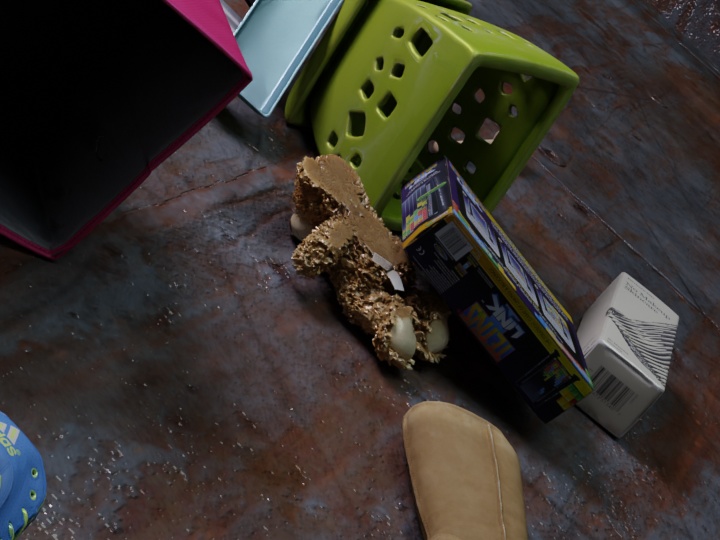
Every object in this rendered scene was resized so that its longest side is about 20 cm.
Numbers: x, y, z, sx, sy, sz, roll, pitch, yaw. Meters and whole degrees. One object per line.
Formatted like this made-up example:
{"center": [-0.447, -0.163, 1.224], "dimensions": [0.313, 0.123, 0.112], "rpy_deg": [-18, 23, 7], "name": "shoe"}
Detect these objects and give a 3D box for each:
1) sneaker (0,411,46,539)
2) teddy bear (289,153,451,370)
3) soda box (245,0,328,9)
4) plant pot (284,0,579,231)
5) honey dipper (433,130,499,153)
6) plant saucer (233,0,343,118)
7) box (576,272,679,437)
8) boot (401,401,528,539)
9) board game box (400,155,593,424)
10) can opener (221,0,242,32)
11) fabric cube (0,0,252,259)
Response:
{"center": [-0.188, 0.120, 0.705], "dimensions": [0.104, 0.076, 0.201], "rpy_deg": [19, 30, -39], "name": "sneaker"}
{"center": [0.000, 0.000, 1.212], "dimensions": [0.200, 0.067, 0.145], "rpy_deg": [48, 34, 3], "name": "teddy bear"}
{"center": [-0.074, -0.280, 1.485], "dimensions": [0.064, 0.070, 0.200], "rpy_deg": [55, 7, -9], "name": "soda box"}
{"center": [0.058, -0.168, 1.414], "dimensions": [0.199, 0.200, 0.182], "rpy_deg": [3, 37, -52], "name": "plant pot"}
{"center": [0.142, -0.143, 1.679], "dimensions": [0.038, 0.038, 0.199], "rpy_deg": [48, 28, 19], "name": "honey dipper"}
{"center": [-0.068, -0.233, 1.350], "dimensions": [0.070, 0.019, 0.201], "rpy_deg": [40, 61, -19], "name": "plant saucer"}
{"center": [0.253, 0.078, 1.417], "dimensions": [0.082, 0.069, 0.200], "rpy_deg": [38, 25, 0], "name": "box"}
{"center": [0.110, 0.191, 1.026], "dimensions": [0.174, 0.066, 0.201], "rpy_deg": [32, 24, -17], "name": "boot"}
{"center": [0.114, 0.013, 1.264], "dimensions": [0.200, 0.057, 0.166], "rpy_deg": [51, 12, -15], "name": "board game box"}
{"center": [-0.148, -0.266, 1.444], "dimensions": [0.200, 0.066, 0.053], "rpy_deg": [50, 24, 10], "name": "can opener"}
{"center": [-0.221, -0.171, 0.966], "dimensions": [0.196, 0.200, 0.200], "rpy_deg": [36, 20, -42], "name": "fabric cube"}
